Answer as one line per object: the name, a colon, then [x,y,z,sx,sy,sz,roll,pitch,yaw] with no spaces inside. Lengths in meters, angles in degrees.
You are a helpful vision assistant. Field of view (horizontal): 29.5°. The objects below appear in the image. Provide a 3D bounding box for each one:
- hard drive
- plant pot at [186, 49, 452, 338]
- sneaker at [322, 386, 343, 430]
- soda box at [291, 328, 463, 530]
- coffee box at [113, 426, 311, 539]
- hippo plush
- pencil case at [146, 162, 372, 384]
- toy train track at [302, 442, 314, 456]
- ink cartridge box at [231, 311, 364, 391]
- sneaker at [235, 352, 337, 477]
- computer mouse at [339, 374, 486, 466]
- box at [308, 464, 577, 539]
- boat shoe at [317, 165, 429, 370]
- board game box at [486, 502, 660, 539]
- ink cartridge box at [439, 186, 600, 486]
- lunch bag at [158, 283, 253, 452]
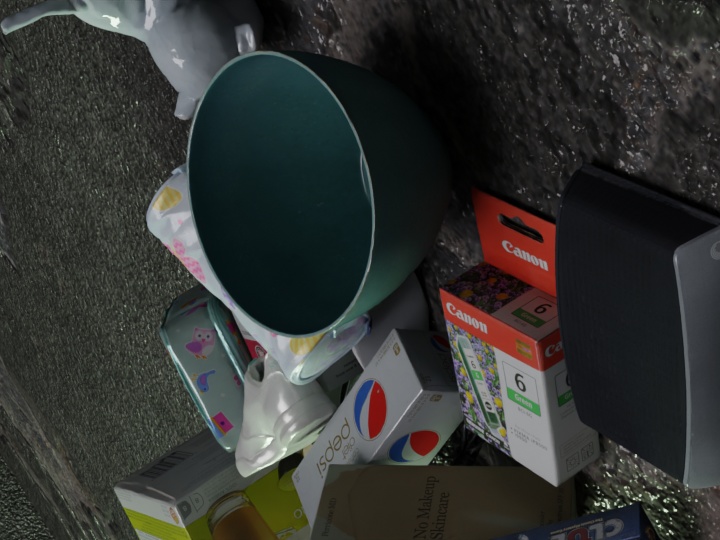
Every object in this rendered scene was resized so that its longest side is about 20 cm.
hard drive: [0.181,0.041,0.872,0.135,0.042,0.200,31,141,46]
plant pot: [-0.012,-0.063,0.987,0.200,0.135,0.200,16,113,44]
sneaker: [0.003,0.186,1.316,0.200,0.077,0.082,67,160,-11]
soda box: [0.019,0.138,1.140,0.200,0.064,0.068,-58,41,35]
coffee box: [-0.109,0.271,1.456,0.200,0.200,0.198,-7,111,62]
hippo plush: [-0.144,-0.224,1.092,0.161,0.200,0.159,39,116,-2]
pencil case: [-0.083,-0.001,1.091,0.200,0.083,0.091,45,162,19]
toy train track: [-0.002,0.242,1.362,0.033,0.115,0.200,-29,110,24]
ink cartridge box: [-0.068,-0.002,1.237,0.145,0.083,0.200,2,118,61]
sneaker: [-0.079,0.123,1.234,0.089,0.075,0.200,58,152,11]
computer mouse: [0.048,0.133,1.195,0.200,0.044,0.110,34,114,53]
box: [0.068,0.210,1.070,0.200,0.095,0.078,-2,126,11]
boat shoe: [0.000,0.000,1.135,0.066,0.072,0.200,41,156,62]
board game box: [0.136,0.250,1.005,0.200,0.035,0.136,-20,119,23]
ink cartridge box: [0.112,0.049,0.996,0.109,0.050,0.200,30,141,47]
lunch bag: [-0.131,0.093,1.389,0.161,0.077,0.200,62,-176,-10]
